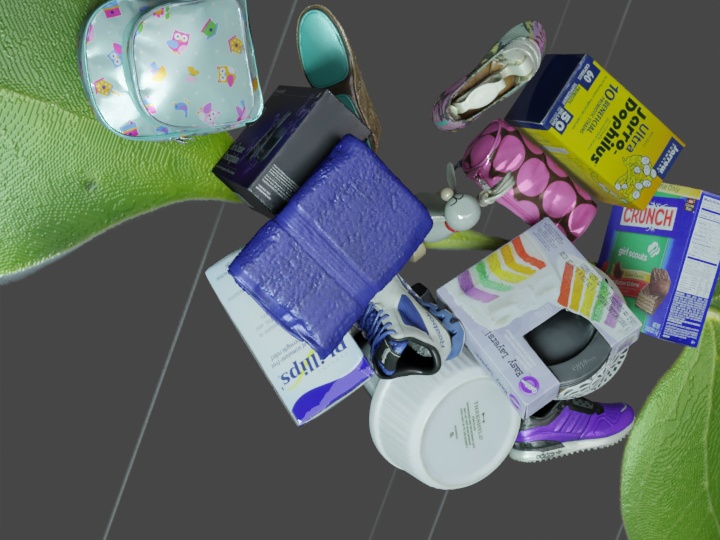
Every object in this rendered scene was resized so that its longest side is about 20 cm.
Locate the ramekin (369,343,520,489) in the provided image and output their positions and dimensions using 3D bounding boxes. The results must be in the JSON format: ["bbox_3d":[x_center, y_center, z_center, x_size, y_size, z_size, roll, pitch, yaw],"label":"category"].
[{"bbox_3d":[0.117,0.188,1.370,0.200,0.094,0.205,-11,116,-25],"label":"ramekin"}]

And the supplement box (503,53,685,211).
[{"bbox_3d":[0.310,-0.183,1.408,0.199,0.109,0.110,35,88,-23],"label":"supplement box"}]

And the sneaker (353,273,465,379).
[{"bbox_3d":[0.029,0.060,1.265,0.198,0.115,0.081,32,119,3],"label":"sneaker"}]

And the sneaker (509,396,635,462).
[{"bbox_3d":[0.299,0.199,1.498,0.197,0.069,0.101,-12,102,-18],"label":"sneaker"}]

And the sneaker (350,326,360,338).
[{"bbox_3d":[0.000,0.000,1.346,0.074,0.081,0.203,2,102,-22],"label":"sneaker"}]

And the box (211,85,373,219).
[{"bbox_3d":[-0.084,-0.135,1.225,0.079,0.200,0.142,43,84,-21],"label":"box"}]

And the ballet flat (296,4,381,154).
[{"bbox_3d":[-0.025,-0.231,1.306,0.070,0.065,0.203,-9,111,21],"label":"ballet flat"}]

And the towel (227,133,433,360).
[{"bbox_3d":[-0.030,-0.026,1.126,0.148,0.049,0.200,45,81,-21],"label":"towel"}]

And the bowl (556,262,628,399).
[{"bbox_3d":[0.254,0.088,1.397,0.198,0.094,0.204,3,103,14],"label":"bowl"}]

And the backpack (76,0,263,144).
[{"bbox_3d":[-0.216,-0.231,1.189,0.197,0.153,0.178,-11,109,-11],"label":"backpack"}]

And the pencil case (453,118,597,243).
[{"bbox_3d":[0.222,-0.106,1.404,0.199,0.090,0.095,34,50,-20],"label":"pencil case"}]

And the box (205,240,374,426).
[{"bbox_3d":[-0.082,0.070,1.237,0.104,0.184,0.201,-32,85,-7],"label":"box"}]

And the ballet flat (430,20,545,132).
[{"bbox_3d":[0.177,-0.248,1.368,0.199,0.071,0.069,-40,110,-9],"label":"ballet flat"}]

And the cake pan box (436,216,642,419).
[{"bbox_3d":[0.220,0.058,1.317,0.183,0.201,0.052,-32,153,-9],"label":"cake pan box"}]

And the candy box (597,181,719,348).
[{"bbox_3d":[0.405,-0.017,1.442,0.076,0.169,0.203,13,95,-26],"label":"candy box"}]

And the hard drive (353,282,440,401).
[{"bbox_3d":[0.074,0.133,1.400,0.139,0.033,0.201,-40,125,-10],"label":"hard drive"}]

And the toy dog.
[{"bbox_3d":[0.088,-0.084,1.321,0.096,0.200,0.132,48,57,-4],"label":"toy dog"}]
